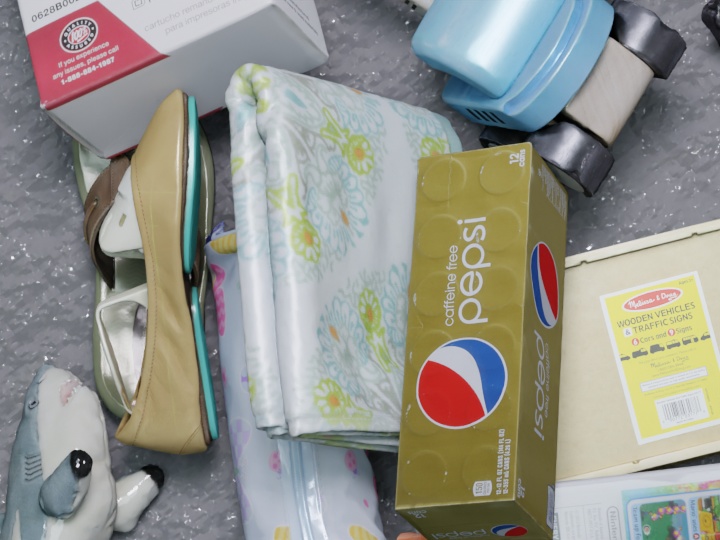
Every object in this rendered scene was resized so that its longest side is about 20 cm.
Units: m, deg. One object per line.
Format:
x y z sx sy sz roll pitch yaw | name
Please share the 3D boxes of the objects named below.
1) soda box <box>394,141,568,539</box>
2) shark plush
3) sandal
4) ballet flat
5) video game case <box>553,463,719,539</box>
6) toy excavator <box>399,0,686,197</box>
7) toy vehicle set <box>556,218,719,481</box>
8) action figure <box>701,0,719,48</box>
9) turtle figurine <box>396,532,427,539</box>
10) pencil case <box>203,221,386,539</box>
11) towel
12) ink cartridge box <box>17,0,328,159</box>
0.064 0.038 1.446 0.067 0.064 0.201 -6 63 22 | soda box
-0.184 0.158 1.546 0.083 0.091 0.201 27 105 27 | shark plush
-0.119 -0.017 1.551 0.079 0.057 0.203 -6 81 4 | sandal
-0.112 0.004 1.493 0.063 0.069 0.202 -3 102 -1 | ballet flat
0.168 0.204 1.457 0.181 0.024 0.202 -6 88 -5 | video game case
0.052 -0.143 1.529 0.200 0.194 0.100 36 85 -19 | toy excavator
0.168 0.044 1.536 0.199 0.027 0.125 -14 80 2 | toy vehicle set
0.280 -0.097 1.513 0.119 0.102 0.200 -41 79 -14 | action figure
0.118 0.198 1.497 0.198 0.064 0.163 -1 88 -4 | turtle figurine
-0.034 0.070 1.515 0.083 0.091 0.202 -4 82 -15 | pencil case
0.000 0.000 1.473 0.048 0.171 0.202 -13 76 32 | towel
-0.118 -0.186 1.528 0.146 0.083 0.201 -23 64 14 | ink cartridge box
